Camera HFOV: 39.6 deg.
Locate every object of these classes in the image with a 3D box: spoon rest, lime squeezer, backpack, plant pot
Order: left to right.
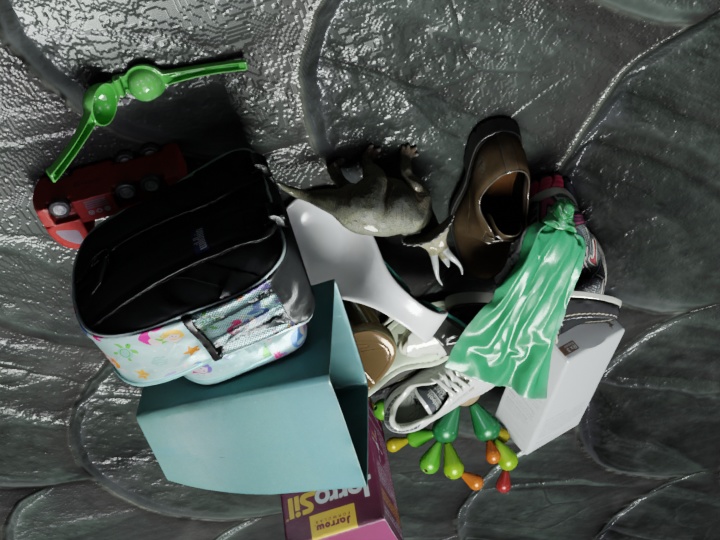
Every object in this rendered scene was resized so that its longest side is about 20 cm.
[{"bbox_3d":[-0.195,-0.150,0.861,0.198,0.070,0.038,-34,126,-20],"label":"lime squeezer"},{"bbox_3d":[-0.148,0.009,0.882,0.197,0.179,0.152,-21,136,-2],"label":"backpack"},{"bbox_3d":[-0.103,0.122,0.960,0.196,0.143,0.143,-11,125,9],"label":"plant pot"},{"bbox_3d":[0.000,0.000,1.009,0.198,0.061,0.100,36,95,2],"label":"spoon rest"}]

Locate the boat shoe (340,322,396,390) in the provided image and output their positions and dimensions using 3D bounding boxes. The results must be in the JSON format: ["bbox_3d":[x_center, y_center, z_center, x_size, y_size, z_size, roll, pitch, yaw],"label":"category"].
[{"bbox_3d":[-0.031,0.102,1.087,0.071,0.065,0.199,44,130,-14],"label":"boat shoe"}]

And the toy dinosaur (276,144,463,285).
[{"bbox_3d":[0.019,-0.067,0.969,0.197,0.104,0.077,14,133,-28],"label":"toy dinosaur"}]

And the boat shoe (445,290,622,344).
[{"bbox_3d":[0.189,0.057,1.106,0.195,0.062,0.074,-1,164,12],"label":"boat shoe"}]

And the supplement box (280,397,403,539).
[{"bbox_3d":[-0.031,0.258,1.244,0.128,0.203,0.104,-18,139,6],"label":"supplement box"}]

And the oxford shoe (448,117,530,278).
[{"bbox_3d":[0.134,-0.051,1.029,0.071,0.086,0.202,-9,140,-5],"label":"oxford shoe"}]

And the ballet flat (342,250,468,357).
[{"bbox_3d":[0.045,0.047,1.071,0.199,0.068,0.069,38,84,0],"label":"ballet flat"}]

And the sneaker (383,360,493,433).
[{"bbox_3d":[0.113,0.129,1.191,0.199,0.077,0.080,-38,175,3],"label":"sneaker"}]

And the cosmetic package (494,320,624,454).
[{"bbox_3d":[0.243,0.131,1.242,0.100,0.074,0.202,-23,144,-29],"label":"cosmetic package"}]

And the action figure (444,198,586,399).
[{"bbox_3d":[0.172,0.022,1.008,0.116,0.055,0.203,16,109,-15],"label":"action figure"}]

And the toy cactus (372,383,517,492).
[{"bbox_3d":[0.121,0.181,1.268,0.197,0.102,0.168,24,100,12],"label":"toy cactus"}]

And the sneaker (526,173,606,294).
[{"bbox_3d":[0.224,-0.014,1.098,0.079,0.076,0.200,-24,138,14],"label":"sneaker"}]

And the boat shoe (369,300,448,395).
[{"bbox_3d":[0.046,0.092,1.186,0.199,0.073,0.061,-28,-178,1],"label":"boat shoe"}]

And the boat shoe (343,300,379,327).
[{"bbox_3d":[-0.057,0.039,1.097,0.063,0.074,0.199,-31,145,26],"label":"boat shoe"}]

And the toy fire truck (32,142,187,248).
[{"bbox_3d":[-0.201,-0.052,0.976,0.196,0.049,0.142,-15,138,3],"label":"toy fire truck"}]
